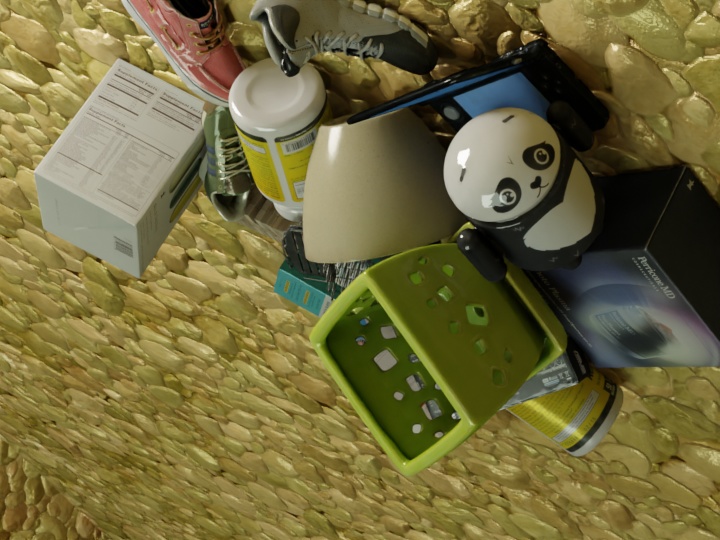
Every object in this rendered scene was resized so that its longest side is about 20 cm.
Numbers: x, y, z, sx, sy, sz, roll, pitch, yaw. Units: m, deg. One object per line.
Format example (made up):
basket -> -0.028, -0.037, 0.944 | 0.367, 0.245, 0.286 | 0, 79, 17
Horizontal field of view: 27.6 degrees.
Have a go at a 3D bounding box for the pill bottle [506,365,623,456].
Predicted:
pill bottle -> 0.233, 0.145, 1.912 | 0.200, 0.111, 0.111 | 34, 154, -7

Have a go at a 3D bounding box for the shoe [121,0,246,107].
shoe -> -0.184, -0.269, 1.676 | 0.200, 0.072, 0.091 | 47, 156, -19

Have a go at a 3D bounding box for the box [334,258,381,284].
box -> 0.044, 0.009, 1.927 | 0.200, 0.049, 0.082 | 25, 153, 13

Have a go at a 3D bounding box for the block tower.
block tower -> -0.114, -0.075, 1.914 | 0.200, 0.058, 0.054 | 27, 165, 34

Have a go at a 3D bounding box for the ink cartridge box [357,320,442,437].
ink cartridge box -> 0.070, 0.135, 1.867 | 0.200, 0.115, 0.068 | 41, 155, 12

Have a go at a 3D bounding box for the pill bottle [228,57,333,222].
pill bottle -> -0.082, -0.148, 1.733 | 0.112, 0.113, 0.200 | 20, 151, 22

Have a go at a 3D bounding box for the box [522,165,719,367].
box -> 0.300, 0.002, 1.583 | 0.198, 0.123, 0.200 | -6, 136, 49

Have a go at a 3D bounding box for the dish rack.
dish rack -> 0.000, 0.000, 1.806 | 0.200, 0.055, 0.153 | 8, 154, 10

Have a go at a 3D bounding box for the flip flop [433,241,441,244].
flip flop -> 0.027, -0.068, 1.832 | 0.200, 0.058, 0.081 | 25, 164, 48

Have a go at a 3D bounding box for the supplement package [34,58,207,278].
supplement package -> -0.298, -0.131, 1.892 | 0.151, 0.200, 0.152 | 27, 154, 7

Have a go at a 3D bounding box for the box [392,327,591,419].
box -> 0.146, 0.082, 1.704 | 0.200, 0.044, 0.160 | -24, 90, 32

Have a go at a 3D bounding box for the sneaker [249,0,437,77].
sneaker -> -0.027, -0.232, 1.526 | 0.200, 0.116, 0.075 | 30, 154, 4

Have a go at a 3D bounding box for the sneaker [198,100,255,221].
sneaker -> -0.158, -0.137, 1.832 | 0.200, 0.067, 0.090 | 108, 143, -57

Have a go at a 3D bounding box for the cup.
cup -> 0.019, -0.105, 1.646 | 0.200, 0.200, 0.143 | 0, 108, 47

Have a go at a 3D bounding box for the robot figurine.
robot figurine -> 0.166, -0.075, 1.441 | 0.125, 0.150, 0.200 | -15, 146, 27

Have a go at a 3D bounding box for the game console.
game console -> 0.120, -0.155, 1.506 | 0.176, 0.116, 0.200 | 43, 152, -22

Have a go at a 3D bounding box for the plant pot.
plant pot -> 0.091, 0.075, 1.579 | 0.200, 0.181, 0.199 | 54, 151, 7

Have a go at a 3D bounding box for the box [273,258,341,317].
box -> -0.023, 0.044, 2.077 | 0.200, 0.049, 0.082 | 29, 154, 5
